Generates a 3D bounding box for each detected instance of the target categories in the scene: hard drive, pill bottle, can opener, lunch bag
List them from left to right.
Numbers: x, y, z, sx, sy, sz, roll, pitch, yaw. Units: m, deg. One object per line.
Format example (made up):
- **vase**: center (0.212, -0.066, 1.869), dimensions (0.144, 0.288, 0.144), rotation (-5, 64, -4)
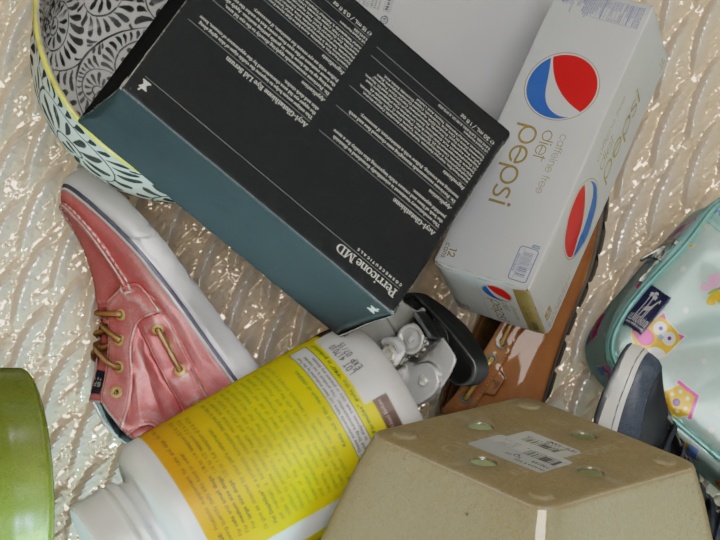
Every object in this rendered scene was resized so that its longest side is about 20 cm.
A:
- **pill bottle**: center (-0.065, 0.122, 1.470), dimensions (0.200, 0.109, 0.109), rotation (-29, 88, -14)
- **can opener**: center (0.000, 0.000, 1.544), dimensions (0.053, 0.066, 0.200), rotation (-44, 69, 24)
- **hard drive**: center (0.048, -0.166, 1.543), dimensions (0.200, 0.025, 0.132), rotation (11, 100, -29)
- **lunch bag**: center (0.251, 0.054, 1.572), dimensions (0.200, 0.077, 0.160), rotation (42, 82, -1)

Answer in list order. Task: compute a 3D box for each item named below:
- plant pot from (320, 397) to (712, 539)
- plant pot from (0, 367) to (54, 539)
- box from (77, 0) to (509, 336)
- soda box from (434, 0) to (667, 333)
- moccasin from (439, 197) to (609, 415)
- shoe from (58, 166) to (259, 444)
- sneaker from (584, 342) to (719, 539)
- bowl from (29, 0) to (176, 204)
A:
- **plant pot**: center (0.089, 0.181, 1.422), dimensions (0.200, 0.200, 0.177), rotation (-9, 111, -43)
- **plant pot**: center (-0.282, 0.128, 1.463), dimensions (0.193, 0.200, 0.201), rotation (-3, 85, -19)
- **box**: center (-0.037, -0.081, 1.436), dimensions (0.200, 0.079, 0.141), rotation (40, 62, -13)
- **soda box**: center (0.117, -0.068, 1.510), dimensions (0.064, 0.068, 0.200), rotation (18, 71, 23)
- **moccasin**: center (0.099, 0.001, 1.568), dimensions (0.078, 0.074, 0.202), rotation (19, 92, -12)
- **shoe**: center (-0.139, 0.039, 1.533), dimensions (0.091, 0.071, 0.200), rotation (-39, 94, -13)
- **sneaker**: center (0.208, 0.139, 1.502), dimensions (0.146, 0.077, 0.203), rotation (12, 127, 19)
- **bowl**: center (-0.125, -0.113, 1.524), dimensions (0.200, 0.094, 0.201), rotation (16, 57, -26)
